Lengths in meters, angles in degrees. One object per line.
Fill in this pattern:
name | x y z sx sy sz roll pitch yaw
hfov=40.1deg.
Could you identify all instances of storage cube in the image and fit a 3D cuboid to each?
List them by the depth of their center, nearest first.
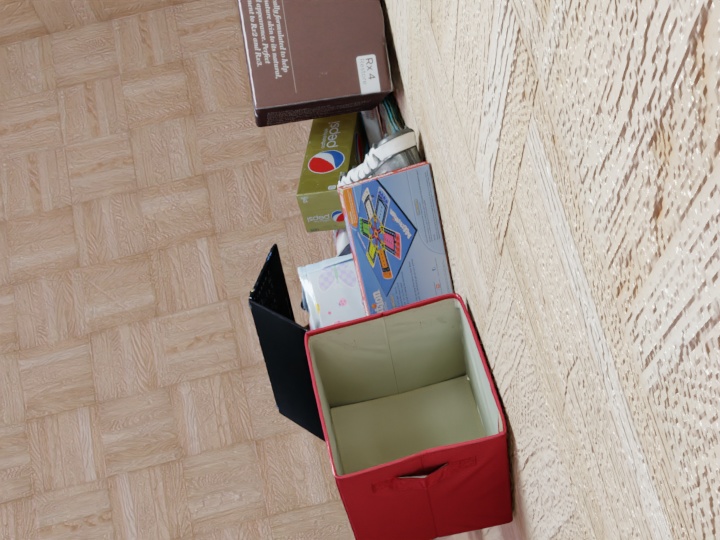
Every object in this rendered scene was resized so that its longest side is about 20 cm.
storage cube | 0.052 0.161 1.014 0.181 0.169 0.201 77 178 -48

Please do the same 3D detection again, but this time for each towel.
towel | 0.050 -0.141 1.265 0.201 0.021 0.148 -105 4 -50

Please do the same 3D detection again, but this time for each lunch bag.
lunch bag | 0.026 0.069 1.171 0.127 0.168 0.202 -122 17 -71

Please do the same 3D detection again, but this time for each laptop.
laptop | -0.071 0.091 1.238 0.201 0.102 0.179 -72 -24 -55

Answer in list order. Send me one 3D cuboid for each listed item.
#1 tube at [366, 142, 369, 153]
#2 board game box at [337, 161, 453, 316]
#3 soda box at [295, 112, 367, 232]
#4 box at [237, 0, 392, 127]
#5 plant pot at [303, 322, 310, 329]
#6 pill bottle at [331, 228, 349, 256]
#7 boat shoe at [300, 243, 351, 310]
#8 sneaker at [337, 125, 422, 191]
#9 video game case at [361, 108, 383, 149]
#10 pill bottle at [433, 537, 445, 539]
tube | -0.011 -0.222 1.507 0.077 0.050 0.202 25 -134 -69
board game box | 0.045 -0.007 1.070 0.019 0.102 0.202 -143 38 -65
soda box | -0.036 -0.141 1.328 0.201 0.067 0.064 -82 -18 -48
box | -0.061 -0.277 1.205 0.200 0.162 0.168 -157 58 -85
plant pot | 0.043 0.131 1.332 0.186 0.185 0.202 -123 9 -85
pill bottle | 0.017 -0.053 1.398 0.200 0.114 0.117 -111 8 -77
boat shoe | 0.000 0.000 1.225 0.075 0.093 0.200 46 135 6
sneaker | 0.028 -0.090 1.146 0.091 0.066 0.200 64 159 4
video game case | 0.008 -0.262 1.445 0.200 0.023 0.184 -69 -33 -83
pill bottle | 0.109 0.350 1.495 0.200 0.111 0.114 83 174 -75
